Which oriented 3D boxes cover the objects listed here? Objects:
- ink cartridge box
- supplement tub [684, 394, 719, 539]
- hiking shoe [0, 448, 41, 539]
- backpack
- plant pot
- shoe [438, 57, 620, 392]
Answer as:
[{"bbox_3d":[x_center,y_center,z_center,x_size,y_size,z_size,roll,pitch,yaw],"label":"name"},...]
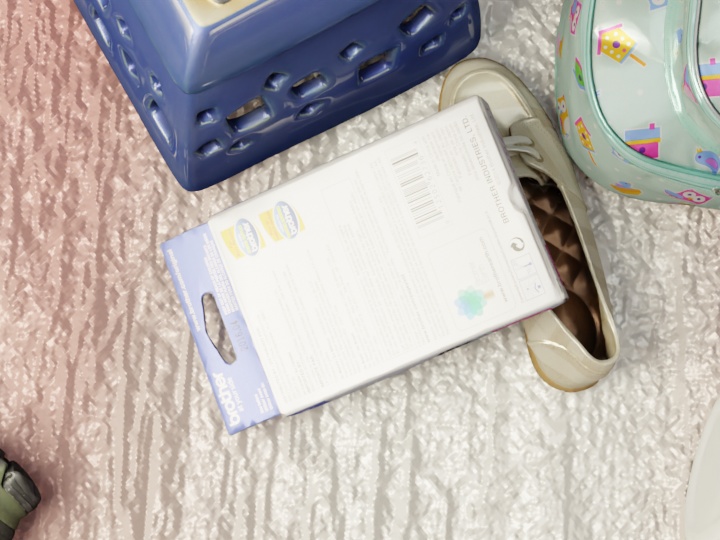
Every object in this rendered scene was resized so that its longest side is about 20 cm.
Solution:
[{"bbox_3d":[0.000,0.000,0.856,0.199,0.042,0.120,-23,83,9],"label":"ink cartridge box"},{"bbox_3d":[0.286,0.131,0.843,0.198,0.123,0.124,19,80,-2],"label":"supplement tub"},{"bbox_3d":[-0.272,0.103,0.814,0.199,0.076,0.101,29,76,-2],"label":"hiking shoe"},{"bbox_3d":[0.210,-0.119,0.862,0.198,0.153,0.178,5,86,1],"label":"backpack"},{"bbox_3d":[-0.055,-0.184,0.822,0.199,0.180,0.201,-28,82,-8],"label":"plant pot"},{"bbox_3d":[0.100,-0.031,0.883,0.069,0.053,0.202,-20,84,-8],"label":"shoe"}]
